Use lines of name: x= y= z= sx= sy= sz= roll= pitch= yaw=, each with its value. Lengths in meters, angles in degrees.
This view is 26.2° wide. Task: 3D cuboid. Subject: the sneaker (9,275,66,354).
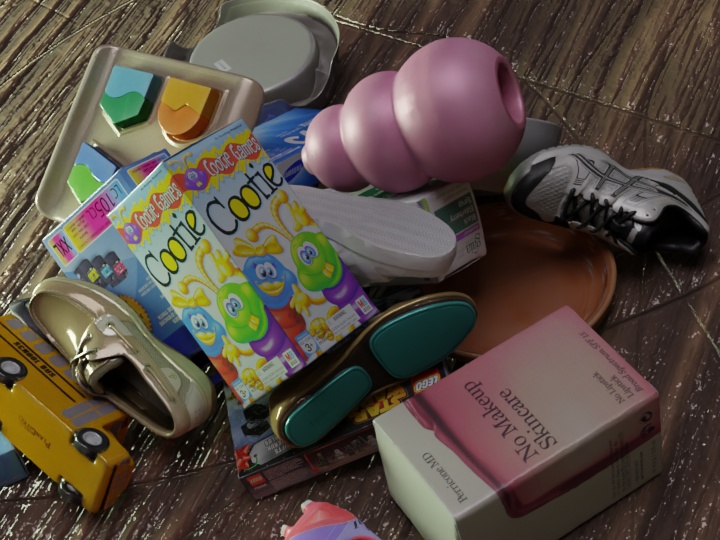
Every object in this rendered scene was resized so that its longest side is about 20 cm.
sneaker: x=-0.282 y=0.018 z=1.501 sx=0.114 sy=0.076 sz=0.200 roll=-11 pitch=48 yaw=-1

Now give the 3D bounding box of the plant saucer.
plant saucer: x=0.137 y=0.017 z=1.432 sx=0.200 sy=0.038 sz=0.200 roll=-6 pitch=46 yaw=6

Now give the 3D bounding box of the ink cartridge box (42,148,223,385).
ink cartridge box: x=-0.175 y=0.011 z=1.394 sx=0.136 sy=0.200 sz=0.076 roll=-36 pitch=1 yaw=38

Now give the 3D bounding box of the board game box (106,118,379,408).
board game box: x=-0.099 y=-0.006 z=1.294 sx=0.103 sy=0.105 sz=0.200 roll=-35 pitch=89 yaw=-44

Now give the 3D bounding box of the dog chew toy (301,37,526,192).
dog chew toy: x=0.040 y=-0.124 z=1.343 sx=0.200 sy=0.125 sz=0.125 roll=-16 pitch=42 yaw=24

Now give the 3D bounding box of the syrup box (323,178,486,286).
syrup box: x=0.010 y=-0.033 z=1.420 sx=0.200 sy=0.082 sz=0.079 roll=-4 pitch=18 yaw=43

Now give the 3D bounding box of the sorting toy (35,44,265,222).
sorting toy: x=-0.207 y=-0.117 z=1.478 sx=0.200 sy=0.036 sz=0.186 roll=18 pitch=83 yaw=28

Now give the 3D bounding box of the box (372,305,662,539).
box: x=0.130 y=0.143 z=1.261 sx=0.200 sy=0.109 sz=0.128 roll=-29 pitch=48 yaw=-16

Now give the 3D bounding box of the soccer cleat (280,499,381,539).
soccer cleat: x=-0.061 y=0.267 z=1.222 sx=0.076 sy=0.067 sz=0.200 roll=23 pitch=53 yaw=25

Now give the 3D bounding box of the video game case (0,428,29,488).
video game case: x=-0.426 y=0.155 z=1.426 sx=0.200 sy=0.046 sz=0.181 roll=-24 pitch=47 yaw=-10

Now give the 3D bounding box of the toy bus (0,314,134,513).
toy bus: x=-0.275 y=0.126 z=1.376 sx=0.200 sy=0.065 sz=0.078 roll=36 pitch=32 yaw=22

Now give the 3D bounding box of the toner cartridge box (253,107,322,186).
toner cartridge box: x=-0.073 y=-0.116 z=1.543 sx=0.095 sy=0.043 sz=0.200 roll=6 pitch=22 yaw=27

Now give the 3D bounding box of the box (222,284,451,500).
box: x=-0.020 y=0.104 z=1.358 sx=0.200 sy=0.040 sz=0.137 roll=-22 pitch=45 yaw=8

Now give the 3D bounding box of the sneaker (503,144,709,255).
sneaker: x=0.231 y=-0.058 z=1.406 sx=0.199 sy=0.076 sz=0.088 roll=5 pitch=35 yaw=-20

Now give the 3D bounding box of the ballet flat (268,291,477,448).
ballet flat: x=0.004 y=0.071 z=1.302 sx=0.200 sy=0.069 sz=0.063 roll=-33 pitch=31 yaw=-5

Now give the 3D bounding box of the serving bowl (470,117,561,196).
serving bowl: x=0.093 y=-0.107 z=1.487 sx=0.200 sy=0.200 sz=0.066 roll=0 pitch=87 yaw=14

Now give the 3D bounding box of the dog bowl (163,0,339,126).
dog bowl: x=-0.116 y=-0.222 z=1.708 sx=0.199 sy=0.059 sz=0.200 roll=-7 pitch=45 yaw=7

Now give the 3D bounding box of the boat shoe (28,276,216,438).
boat shoe: x=-0.220 y=0.076 z=1.360 sx=0.200 sy=0.072 sz=0.065 roll=36 pitch=31 yaw=13

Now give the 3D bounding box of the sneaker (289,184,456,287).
sneaker: x=0.000 y=0.000 z=1.340 sx=0.200 sy=0.116 sz=0.074 roll=16 pitch=35 yaw=34
